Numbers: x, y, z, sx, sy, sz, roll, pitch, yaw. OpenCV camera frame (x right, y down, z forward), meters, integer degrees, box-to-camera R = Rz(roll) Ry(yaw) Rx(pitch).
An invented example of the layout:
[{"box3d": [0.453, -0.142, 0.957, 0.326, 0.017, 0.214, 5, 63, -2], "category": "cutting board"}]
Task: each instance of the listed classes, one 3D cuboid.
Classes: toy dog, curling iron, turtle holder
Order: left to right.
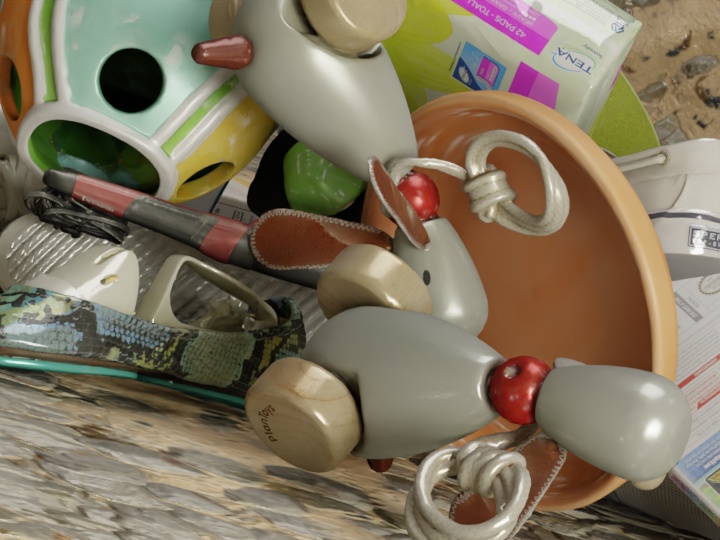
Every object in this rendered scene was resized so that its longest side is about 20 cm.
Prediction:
[{"box3d": [-0.094, -0.088, 1.416, 0.185, 0.132, 0.141, 41, -42, -25], "category": "turtle holder"}, {"box3d": [-0.060, -0.013, 1.367, 0.200, 0.026, 0.050, 14, -12, 0], "category": "curling iron"}, {"box3d": [-0.013, -0.054, 1.309, 0.096, 0.132, 0.200, -27, 74, -39], "category": "toy dog"}, {"box3d": [0.046, 0.068, 1.230, 0.200, 0.132, 0.096, 36, -22, 44], "category": "toy dog"}]

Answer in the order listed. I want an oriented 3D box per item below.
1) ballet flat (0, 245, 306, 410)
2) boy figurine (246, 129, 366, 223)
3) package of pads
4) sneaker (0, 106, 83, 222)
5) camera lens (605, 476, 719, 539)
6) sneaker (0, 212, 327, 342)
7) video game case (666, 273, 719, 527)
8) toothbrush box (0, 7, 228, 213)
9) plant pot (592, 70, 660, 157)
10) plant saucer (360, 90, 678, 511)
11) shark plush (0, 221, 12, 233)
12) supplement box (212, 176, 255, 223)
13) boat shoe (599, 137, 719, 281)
[{"box3d": [-0.104, 0.022, 1.334, 0.200, 0.074, 0.074, 13, 7, -45], "category": "ballet flat"}, {"box3d": [0.000, 0.000, 1.523, 0.124, 0.064, 0.200, 19, -24, 25], "category": "boy figurine"}, {"box3d": [0.042, -0.094, 1.469, 0.154, 0.068, 0.200, 33, -31, 9], "category": "package of pads"}, {"box3d": [-0.185, -0.054, 1.471, 0.200, 0.073, 0.085, -30, 49, -26], "category": "sneaker"}, {"box3d": [0.219, 0.066, 1.450, 0.200, 0.160, 0.160, 20, 6, 25], "category": "camera lens"}, {"box3d": [-0.095, 0.021, 1.452, 0.200, 0.074, 0.082, 18, -14, -19], "category": "sneaker"}, {"box3d": [0.210, 0.064, 1.341, 0.200, 0.143, 0.018, 45, -16, 35], "category": "video game case"}, {"box3d": [-0.185, -0.078, 1.650, 0.146, 0.085, 0.200, 37, -15, -31], "category": "toothbrush box"}, {"box3d": [0.041, -0.039, 1.679, 0.187, 0.200, 0.187, 38, -27, 24], "category": "plant pot"}, {"box3d": [0.078, 0.012, 1.350, 0.037, 0.200, 0.200, -17, 28, -39], "category": "plant saucer"}, {"box3d": [-0.198, -0.025, 1.556, 0.200, 0.091, 0.083, 13, -25, -2], "category": "shark plush"}, {"box3d": [-0.071, -0.014, 1.776, 0.200, 0.074, 0.126, 15, 7, -29], "category": "supplement box"}, {"box3d": [0.106, -0.027, 1.392, 0.072, 0.066, 0.200, 10, -10, -29], "category": "boat shoe"}]
